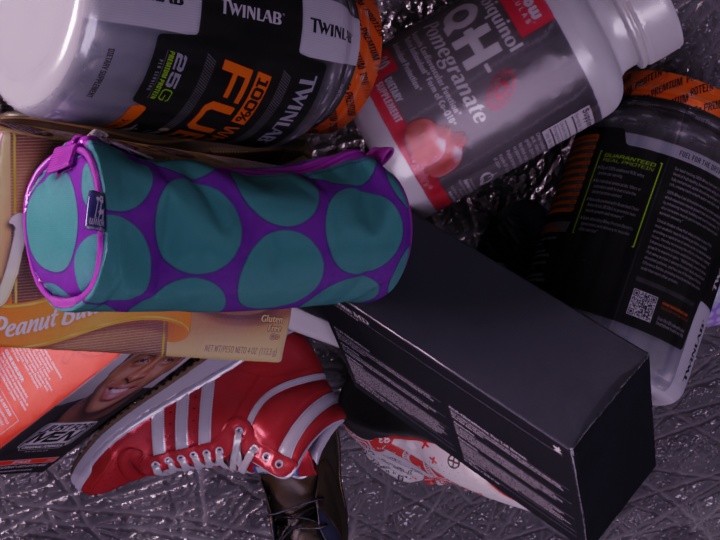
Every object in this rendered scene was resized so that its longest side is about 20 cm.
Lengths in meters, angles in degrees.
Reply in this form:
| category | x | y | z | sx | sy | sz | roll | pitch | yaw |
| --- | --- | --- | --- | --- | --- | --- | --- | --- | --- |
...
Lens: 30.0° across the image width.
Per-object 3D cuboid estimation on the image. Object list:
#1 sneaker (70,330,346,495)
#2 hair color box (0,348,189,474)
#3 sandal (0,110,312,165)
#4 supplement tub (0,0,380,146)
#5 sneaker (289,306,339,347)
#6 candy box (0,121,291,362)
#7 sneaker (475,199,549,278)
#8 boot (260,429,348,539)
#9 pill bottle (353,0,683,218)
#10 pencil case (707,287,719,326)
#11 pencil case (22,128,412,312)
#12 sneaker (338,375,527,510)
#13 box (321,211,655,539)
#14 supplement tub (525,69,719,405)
| category | x | y | z | sx | sy | sz | roll | pitch | yaw |
| --- | --- | --- | --- | --- | --- | --- | --- | --- | --- |
| sneaker | -0.104 | 0.128 | 0.957 | 0.200 | 0.113 | 0.071 | -36 | 169 | 4 |
| hair color box | -0.182 | 0.059 | 0.902 | 0.200 | 0.061 | 0.101 | -38 | 164 | 13 |
| sandal | -0.128 | -0.085 | 0.835 | 0.199 | 0.054 | 0.080 | -1 | 160 | -20 |
| supplement tub | -0.093 | -0.134 | 0.740 | 0.199 | 0.123 | 0.123 | 3 | 127 | -40 |
| sneaker | 0.000 | 0.000 | 0.933 | 0.200 | 0.073 | 0.112 | 25 | 89 | -52 |
| candy box | -0.129 | -0.013 | 0.770 | 0.199 | 0.055 | 0.116 | 6 | 99 | -35 |
| sneaker | 0.126 | 0.028 | 1.001 | 0.078 | 0.066 | 0.201 | -11 | 130 | -22 |
| boot | -0.042 | 0.170 | 1.032 | 0.074 | 0.097 | 0.201 | -18 | 129 | 0 |
| pill bottle | 0.094 | -0.125 | 0.837 | 0.199 | 0.111 | 0.111 | -30 | 129 | 7 |
| pencil case | 0.255 | 0.006 | 1.004 | 0.199 | 0.083 | 0.091 | -10 | 108 | -10 |
| pencil case | -0.071 | -0.025 | 0.719 | 0.199 | 0.085 | 0.093 | 0 | 97 | -36 |
| sneaker | 0.082 | 0.135 | 1.004 | 0.200 | 0.068 | 0.108 | 19 | 162 | 13 |
| box | 0.076 | 0.061 | 0.818 | 0.079 | 0.200 | 0.141 | -48 | 149 | -16 |
| supplement tub | 0.183 | -0.022 | 0.890 | 0.122 | 0.122 | 0.201 | 26 | 80 | -31 |
